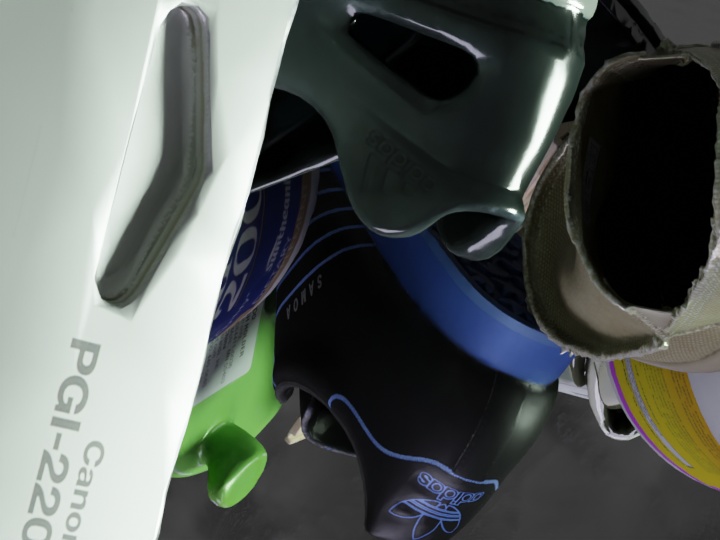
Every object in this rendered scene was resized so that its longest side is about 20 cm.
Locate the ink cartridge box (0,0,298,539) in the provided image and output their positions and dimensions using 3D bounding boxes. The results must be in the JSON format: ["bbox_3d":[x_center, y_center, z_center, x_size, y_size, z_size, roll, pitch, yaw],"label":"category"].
[{"bbox_3d":[-0.110,-0.034,0.474,0.199,0.146,0.085,12,176,43],"label":"ink cartridge box"}]

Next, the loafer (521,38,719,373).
[{"bbox_3d":[0.075,-0.019,0.679,0.068,0.076,0.200,8,170,-18],"label":"loafer"}]

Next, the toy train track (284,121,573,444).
[{"bbox_3d":[0.040,0.010,0.941,0.033,0.115,0.200,45,148,9],"label":"toy train track"}]

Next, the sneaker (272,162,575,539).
[{"bbox_3d":[0.000,0.000,0.844,0.070,0.078,0.200,23,-162,-25],"label":"sneaker"}]

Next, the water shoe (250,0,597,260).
[{"bbox_3d":[-0.051,-0.051,0.556,0.199,0.079,0.071,13,178,36],"label":"water shoe"}]

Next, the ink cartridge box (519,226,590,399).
[{"bbox_3d":[0.162,0.025,1.165,0.145,0.084,0.199,16,177,-42],"label":"ink cartridge box"}]

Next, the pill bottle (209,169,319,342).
[{"bbox_3d":[-0.088,-0.014,0.731,0.110,0.112,0.200,13,-165,13],"label":"pill bottle"}]

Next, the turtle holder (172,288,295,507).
[{"bbox_3d":[-0.059,-0.022,1.010,0.131,0.186,0.141,21,146,21],"label":"turtle holder"}]

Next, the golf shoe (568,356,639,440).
[{"bbox_3d":[0.087,0.007,1.008,0.078,0.098,0.200,12,179,3],"label":"golf shoe"}]

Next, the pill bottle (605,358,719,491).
[{"bbox_3d":[0.129,0.015,0.801,0.104,0.105,0.200,14,178,-4],"label":"pill bottle"}]

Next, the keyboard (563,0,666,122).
[{"bbox_3d":[0.015,-0.061,0.699,0.104,0.040,0.200,-10,172,11],"label":"keyboard"}]
